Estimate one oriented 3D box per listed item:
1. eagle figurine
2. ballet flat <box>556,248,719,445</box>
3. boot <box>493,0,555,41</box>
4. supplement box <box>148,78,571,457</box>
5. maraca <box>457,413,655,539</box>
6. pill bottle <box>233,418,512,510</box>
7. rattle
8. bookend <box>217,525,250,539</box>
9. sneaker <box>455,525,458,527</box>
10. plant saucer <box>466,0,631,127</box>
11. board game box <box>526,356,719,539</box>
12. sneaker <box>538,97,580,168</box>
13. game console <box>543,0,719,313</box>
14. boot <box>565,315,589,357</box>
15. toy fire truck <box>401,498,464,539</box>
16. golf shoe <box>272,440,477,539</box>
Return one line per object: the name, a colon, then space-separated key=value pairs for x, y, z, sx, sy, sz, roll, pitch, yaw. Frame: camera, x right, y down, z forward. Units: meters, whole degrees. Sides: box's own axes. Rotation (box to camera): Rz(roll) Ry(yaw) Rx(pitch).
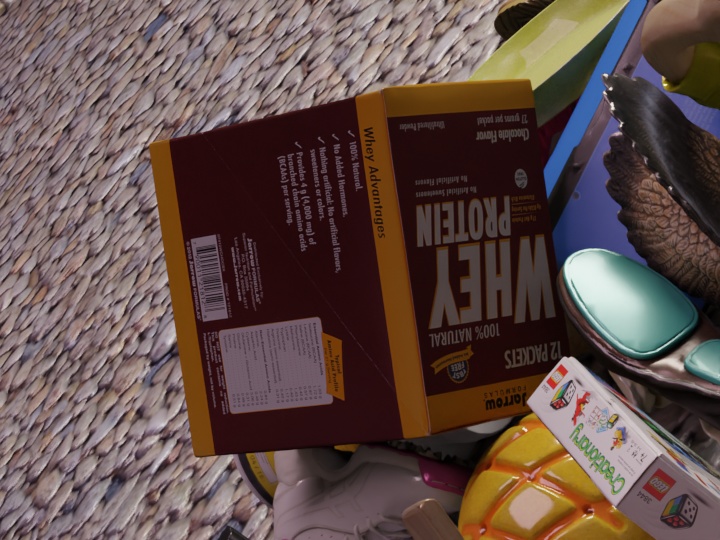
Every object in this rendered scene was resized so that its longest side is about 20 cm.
eagle figurine: x=0.222 y=-0.030 z=1.289 sx=0.151 sy=0.200 sz=0.152 roll=-71 pitch=-12 yaw=-57
ballet flat: x=0.181 y=0.058 z=1.319 sx=0.068 sy=0.069 sz=0.200 roll=-26 pitch=40 yaw=-27
boot: x=0.206 y=-0.265 z=1.839 sx=0.175 sy=0.066 sz=0.200 roll=-10 pitch=45 yaw=40
supplement box: x=0.000 y=0.000 z=1.408 sx=0.200 sy=0.133 sz=0.198 roll=-9 pitch=89 yaw=44
maraca: x=0.114 y=0.159 z=1.309 sx=0.137 sy=0.107 sz=0.200 roll=-16 pitch=47 yaw=27
pill bottle: x=0.011 y=0.094 z=1.582 sx=0.200 sy=0.112 sz=0.112 roll=-24 pitch=35 yaw=47
rattle: x=0.229 y=-0.166 z=1.273 sx=0.143 sy=0.130 sz=0.200 roll=-61 pitch=-11 yaw=-13
bookend: x=-0.069 y=0.278 z=1.468 sx=0.200 sy=0.092 sz=0.199 roll=-56 pitch=22 yaw=-13
sneaker: x=0.043 y=0.222 z=1.373 sx=0.115 sy=0.075 sz=0.200 roll=-43 pitch=20 yaw=28
plant saucer: x=0.131 y=-0.142 z=1.623 sx=0.200 sy=0.031 sz=0.200 roll=-39 pitch=13 yaw=11
board game box: x=0.177 y=0.127 z=1.121 sx=0.035 sy=0.200 sz=0.126 roll=-50 pitch=22 yaw=5
sneaker: x=0.191 y=-0.130 z=1.632 sx=0.200 sy=0.081 sz=0.088 roll=-26 pitch=19 yaw=25
game console: x=0.183 y=-0.071 z=1.446 sx=0.171 sy=0.118 sz=0.200 roll=27 pitch=91 yaw=25
boot: x=0.111 y=-0.004 z=1.612 sx=0.201 sy=0.071 sz=0.144 roll=-6 pitch=36 yaw=45
toy fire truck: x=0.043 y=0.233 z=1.222 sx=0.176 sy=0.129 sz=0.200 roll=-15 pitch=60 yaw=55
golf shoe: x=0.008 y=0.151 z=1.449 sx=0.200 sy=0.075 sz=0.092 roll=-11 pitch=63 yaw=60
